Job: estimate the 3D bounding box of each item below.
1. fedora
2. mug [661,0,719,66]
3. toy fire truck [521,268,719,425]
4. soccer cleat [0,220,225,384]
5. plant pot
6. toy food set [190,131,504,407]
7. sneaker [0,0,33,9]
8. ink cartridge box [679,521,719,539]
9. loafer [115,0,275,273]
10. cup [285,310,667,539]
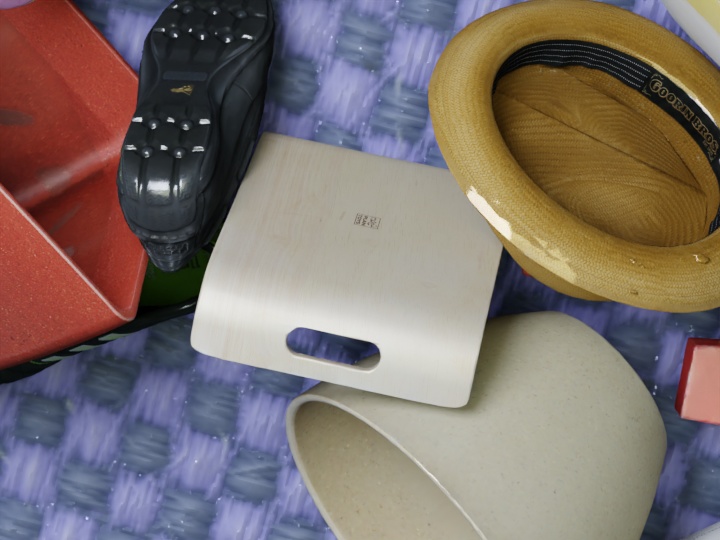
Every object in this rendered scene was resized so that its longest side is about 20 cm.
[{"bbox_3d":[0.118,-0.046,1.440,0.200,0.201,0.082,34,140,0],"label":"fedora"},{"bbox_3d":[0.217,-0.154,1.427,0.186,0.153,0.150,25,113,-18],"label":"mug"},{"bbox_3d":[0.161,-0.029,1.522,0.140,0.049,0.201,14,94,2],"label":"toy fire truck"},{"bbox_3d":[-0.157,0.015,1.531,0.199,0.081,0.068,-19,93,5],"label":"soccer cleat"},{"bbox_3d":[-0.234,-0.053,1.464,0.176,0.201,0.200,-31,116,23],"label":"plant pot"},{"bbox_3d":[0.000,0.000,1.464,0.142,0.200,0.061,12,121,3],"label":"toy food set"},{"bbox_3d":[-0.180,-0.234,1.414,0.088,0.080,0.202,14,96,29],"label":"sneaker"},{"bbox_3d":[0.223,0.174,1.458,0.145,0.200,0.088,-25,92,6],"label":"ink cartridge box"},{"bbox_3d":[-0.087,-0.081,1.481,0.068,0.201,0.071,5,132,9],"label":"loafer"},{"bbox_3d":[0.079,0.104,1.483,0.143,0.200,0.201,-38,91,-20],"label":"cup"}]
